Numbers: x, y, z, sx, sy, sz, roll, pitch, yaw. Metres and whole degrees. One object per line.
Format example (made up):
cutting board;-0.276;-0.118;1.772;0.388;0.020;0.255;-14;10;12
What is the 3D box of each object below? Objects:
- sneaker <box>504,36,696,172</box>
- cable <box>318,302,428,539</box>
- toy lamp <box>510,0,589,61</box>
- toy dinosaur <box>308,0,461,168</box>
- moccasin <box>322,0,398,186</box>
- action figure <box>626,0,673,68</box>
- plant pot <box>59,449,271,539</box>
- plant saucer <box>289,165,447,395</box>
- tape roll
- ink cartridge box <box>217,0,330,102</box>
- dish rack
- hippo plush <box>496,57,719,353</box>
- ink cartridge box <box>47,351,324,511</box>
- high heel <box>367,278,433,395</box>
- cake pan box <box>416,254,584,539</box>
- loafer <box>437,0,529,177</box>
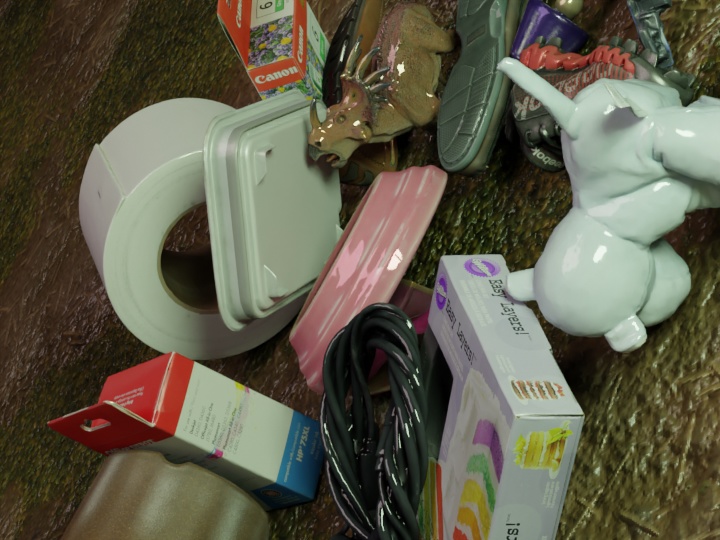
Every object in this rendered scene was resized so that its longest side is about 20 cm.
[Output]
sneaker;0.166;-0.114;1.265;0.099;0.070;0.200;-64;25;-5
cable;0.008;0.124;1.231;0.163;0.050;0.202;-133;47;-71
toy lamp;0.186;-0.241;1.363;0.201;0.058;0.058;-54;28;9
toy dinosaur;0.033;-0.171;1.472;0.086;0.135;0.202;-29;41;46
moccasin;0.011;-0.164;1.581;0.074;0.077;0.203;125;152;-46
action figure;0.216;-0.249;1.233;0.104;0.202;0.193;-16;3;18
plant pot;-0.174;0.263;1.390;0.200;0.200;0.200;-21;41;52
plant saucer;0.000;0.000;1.387;0.202;0.051;0.201;-60;3;5
tape roll;-0.146;-0.039;1.590;0.204;0.202;0.139;-56;29;11
ink cartridge box;-0.067;-0.200;1.606;0.050;0.201;0.110;-14;46;15
dish rack;-0.061;-0.053;1.441;0.043;0.200;0.174;0;104;22
hippo plush;0.181;-0.030;1.091;0.158;0.199;0.163;19;102;32
ink cartridge box;-0.139;0.128;1.426;0.116;0.199;0.068;-21;47;51
high heel;0.058;0.066;1.303;0.097;0.067;0.200;-69;20;-1
cake pan box;0.080;0.113;1.146;0.201;0.052;0.186;-110;27;-56
loafer;0.111;-0.161;1.419;0.072;0.063;0.202;-24;49;49
